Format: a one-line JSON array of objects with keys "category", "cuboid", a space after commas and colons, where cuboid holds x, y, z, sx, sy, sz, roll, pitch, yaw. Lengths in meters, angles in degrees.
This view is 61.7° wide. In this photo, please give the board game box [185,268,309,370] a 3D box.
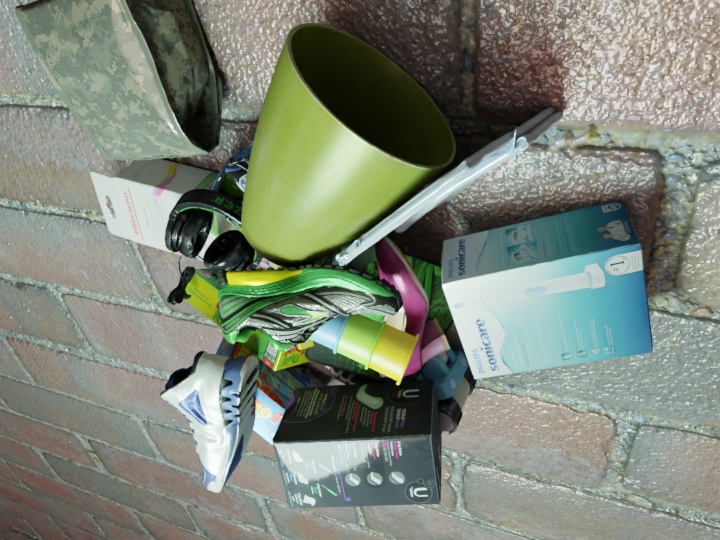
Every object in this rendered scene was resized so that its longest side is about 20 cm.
[{"category": "board game box", "cuboid": [-0.147, 0.061, 0.852, 0.199, 0.101, 0.048, 31, 108, 29]}]

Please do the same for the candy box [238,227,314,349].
[{"category": "candy box", "cuboid": [-0.114, 0.008, 0.795, 0.200, 0.026, 0.104, 41, 136, 49]}]

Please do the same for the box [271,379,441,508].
[{"category": "box", "cuboid": [0.003, 0.222, 0.778, 0.197, 0.123, 0.108, -6, 112, 12]}]

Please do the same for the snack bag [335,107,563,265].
[{"category": "snack bag", "cuboid": [0.087, -0.080, 0.582, 0.188, 0.199, 0.022, -34, 91, 44]}]

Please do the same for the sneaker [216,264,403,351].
[{"category": "sneaker", "cuboid": [-0.052, 0.040, 0.623, 0.197, 0.087, 0.078, -3, 173, 15]}]

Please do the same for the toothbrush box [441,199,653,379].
[{"category": "toothbrush box", "cuboid": [0.202, 0.027, 0.662, 0.197, 0.086, 0.148, -14, 123, 18]}]

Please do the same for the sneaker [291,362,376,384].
[{"category": "sneaker", "cuboid": [-0.057, 0.136, 0.952, 0.199, 0.076, 0.116, 35, 143, 10]}]

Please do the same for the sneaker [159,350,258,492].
[{"category": "sneaker", "cuboid": [-0.205, 0.185, 0.807, 0.113, 0.081, 0.202, 17, 114, 9]}]

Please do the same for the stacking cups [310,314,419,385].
[{"category": "stacking cups", "cuboid": [-0.033, 0.056, 0.675, 0.198, 0.061, 0.061, 26, 137, 7]}]

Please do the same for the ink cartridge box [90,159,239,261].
[{"category": "ink cartridge box", "cuboid": [-0.269, -0.090, 0.854, 0.197, 0.068, 0.118, 15, 134, 14]}]

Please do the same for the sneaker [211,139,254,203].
[{"category": "sneaker", "cuboid": [-0.108, -0.125, 0.717, 0.199, 0.090, 0.079, -30, 112, 37]}]

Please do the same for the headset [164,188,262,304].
[{"category": "headset", "cuboid": [-0.197, -0.023, 0.763, 0.123, 0.095, 0.199, 34, 145, -17]}]

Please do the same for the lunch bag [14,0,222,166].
[{"category": "lunch bag", "cuboid": [-0.257, -0.223, 0.691, 0.162, 0.118, 0.202, 2, 125, 26]}]

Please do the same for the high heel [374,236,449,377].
[{"category": "high heel", "cuboid": [0.033, 0.050, 0.699, 0.095, 0.068, 0.201, -27, 135, 3]}]

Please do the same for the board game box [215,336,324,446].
[{"category": "board game box", "cuboid": [-0.141, 0.183, 0.947, 0.195, 0.200, 0.056, 42, 98, -13]}]

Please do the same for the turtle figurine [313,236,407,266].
[{"category": "turtle figurine", "cuboid": [0.000, 0.000, 0.770, 0.147, 0.101, 0.203, 0, 122, -13]}]

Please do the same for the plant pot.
[{"category": "plant pot", "cuboid": [-0.038, -0.101, 0.607, 0.186, 0.188, 0.200, 36, 126, -7]}]

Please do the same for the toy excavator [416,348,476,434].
[{"category": "toy excavator", "cuboid": [0.090, 0.119, 0.840, 0.193, 0.100, 0.201, -25, 106, 40]}]

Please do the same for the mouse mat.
[{"category": "mouse mat", "cuboid": [0.033, 0.062, 0.751, 0.159, 0.008, 0.202, 18, 121, -15]}]
